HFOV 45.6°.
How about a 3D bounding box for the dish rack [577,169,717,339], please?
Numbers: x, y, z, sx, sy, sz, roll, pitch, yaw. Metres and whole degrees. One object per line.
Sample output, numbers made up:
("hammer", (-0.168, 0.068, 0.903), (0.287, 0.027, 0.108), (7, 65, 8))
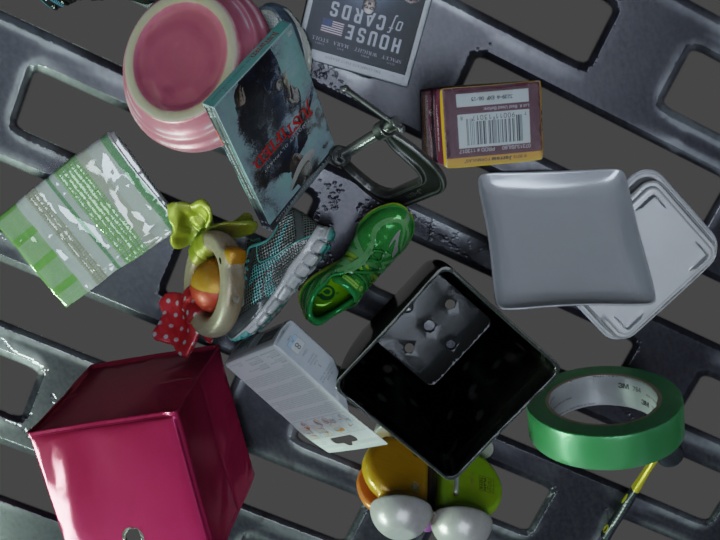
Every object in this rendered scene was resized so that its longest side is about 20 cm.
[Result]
("dish rack", (0.370, -0.013, 1.147), (0.172, 0.044, 0.200), (43, 101, -14))

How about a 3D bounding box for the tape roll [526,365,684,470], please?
("tape roll", (0.319, 0.188, 1.122), (0.198, 0.201, 0.049), (-10, 106, 0))

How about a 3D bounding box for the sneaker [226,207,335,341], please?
("sneaker", (-0.121, 0.001, 1.120), (0.091, 0.078, 0.201), (40, 98, 3))

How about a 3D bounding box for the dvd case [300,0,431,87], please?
("dvd case", (0.014, -0.341, 1.040), (0.148, 0.025, 0.202), (14, 105, -6))

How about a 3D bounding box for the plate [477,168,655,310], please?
("plate", (0.254, -0.037, 1.085), (0.197, 0.202, 0.032), (-3, 151, -2))

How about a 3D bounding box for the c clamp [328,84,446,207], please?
("c clamp", (0.021, -0.139, 1.025), (0.170, 0.200, 0.027), (34, 70, -11))

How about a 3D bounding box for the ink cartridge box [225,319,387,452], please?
("ink cartridge box", (-0.066, 0.157, 1.121), (0.200, 0.160, 0.047), (43, 58, -15))

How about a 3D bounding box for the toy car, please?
("toy car", (0.090, 0.299, 1.180), (0.197, 0.177, 0.151), (12, 140, -7))

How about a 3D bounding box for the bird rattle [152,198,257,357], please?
("bird rattle", (-0.195, 0.017, 1.058), (0.112, 0.163, 0.202), (14, 98, -34))

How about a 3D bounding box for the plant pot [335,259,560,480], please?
("plant pot", (0.101, 0.102, 1.097), (0.200, 0.178, 0.200), (40, 101, -12))

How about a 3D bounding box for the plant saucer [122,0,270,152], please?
("plant saucer", (-0.198, -0.242, 0.996), (0.198, 0.051, 0.203), (-2, 85, 19))

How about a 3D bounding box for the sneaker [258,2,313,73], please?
("sneaker", (-0.108, -0.215, 1.026), (0.077, 0.086, 0.203), (7, 107, 24))

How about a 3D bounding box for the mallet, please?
("mallet", (0.402, 0.316, 1.235), (0.041, 0.066, 0.202), (19, 105, -10))

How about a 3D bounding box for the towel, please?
("towel", (-0.349, -0.065, 1.104), (0.199, 0.031, 0.150), (-34, 103, 9))

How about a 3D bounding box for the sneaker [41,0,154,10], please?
("sneaker", (-0.329, -0.343, 1.004), (0.198, 0.073, 0.083), (19, 116, 0))

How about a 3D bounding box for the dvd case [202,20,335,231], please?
("dvd case", (-0.097, -0.163, 0.996), (0.146, 0.022, 0.201), (-53, 147, -25))

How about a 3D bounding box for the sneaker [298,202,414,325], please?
("sneaker", (0.000, 0.000, 1.103), (0.074, 0.084, 0.200), (36, 107, -21))

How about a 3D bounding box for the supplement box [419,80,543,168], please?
("supplement box", (0.135, -0.173, 1.002), (0.109, 0.200, 0.087), (-5, 101, -2))

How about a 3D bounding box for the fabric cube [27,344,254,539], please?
("fabric cube", (-0.268, 0.236, 1.095), (0.194, 0.200, 0.202), (-8, 107, 10))
